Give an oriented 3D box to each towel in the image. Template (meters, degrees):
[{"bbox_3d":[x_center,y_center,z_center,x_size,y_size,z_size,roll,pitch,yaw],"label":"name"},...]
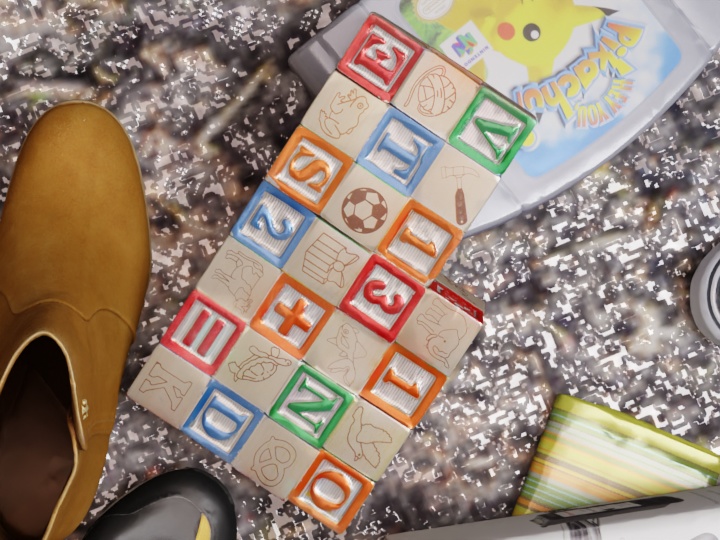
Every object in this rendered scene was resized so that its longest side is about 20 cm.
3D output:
[{"bbox_3d":[0.097,0.164,0.834,0.086,0.018,0.201,22,87,-1],"label":"towel"}]

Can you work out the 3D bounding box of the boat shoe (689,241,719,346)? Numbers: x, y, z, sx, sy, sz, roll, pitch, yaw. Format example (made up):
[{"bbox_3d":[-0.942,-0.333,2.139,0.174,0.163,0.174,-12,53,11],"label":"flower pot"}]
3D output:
[{"bbox_3d":[0.257,-0.001,0.827,0.199,0.068,0.072,-6,89,-6],"label":"boat shoe"}]

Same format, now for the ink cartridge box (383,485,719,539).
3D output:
[{"bbox_3d":[0.115,0.179,0.784,0.199,0.083,0.146,-8,89,-4],"label":"ink cartridge box"}]

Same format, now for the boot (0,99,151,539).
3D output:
[{"bbox_3d":[-0.127,0.020,0.750,0.071,0.144,0.202,5,88,-6],"label":"boot"}]

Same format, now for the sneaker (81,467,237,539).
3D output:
[{"bbox_3d":[-0.126,0.172,0.773,0.070,0.090,0.200,44,85,-3],"label":"sneaker"}]

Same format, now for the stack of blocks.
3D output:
[{"bbox_3d":[0.000,0.000,0.783,0.115,0.059,0.200,33,98,-1],"label":"stack of blocks"}]

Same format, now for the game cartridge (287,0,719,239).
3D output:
[{"bbox_3d":[0.083,-0.109,0.830,0.200,0.040,0.133,-40,96,-5],"label":"game cartridge"}]
